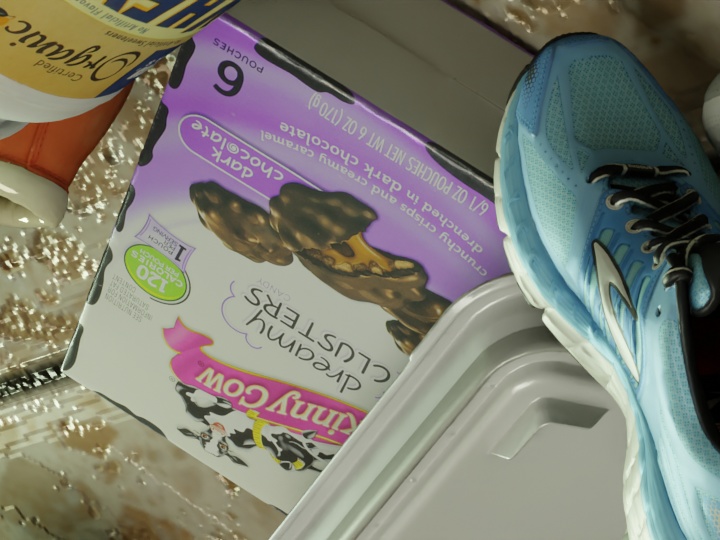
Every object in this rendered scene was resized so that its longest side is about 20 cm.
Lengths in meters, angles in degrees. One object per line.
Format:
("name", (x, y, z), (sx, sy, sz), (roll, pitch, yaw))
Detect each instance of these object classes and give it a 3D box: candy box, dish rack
("candy box", (0.000, 0.000, 0.995), (0.167, 0.072, 0.200), (31, 135, 6))
("dish rack", (0.072, 0.087, 0.965), (0.171, 0.044, 0.200), (12, 136, -28))

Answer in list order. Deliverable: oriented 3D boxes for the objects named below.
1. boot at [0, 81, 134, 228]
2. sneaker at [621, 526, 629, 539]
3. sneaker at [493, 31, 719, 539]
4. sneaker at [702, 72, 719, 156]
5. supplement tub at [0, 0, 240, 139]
("boot", (-0.174, -0.075, 1.012), (0.199, 0.108, 0.075), (12, 167, 27))
("sneaker", (0.157, 0.123, 0.914), (0.074, 0.089, 0.200), (-2, 137, 43))
("sneaker", (0.104, 0.005, 0.839), (0.090, 0.078, 0.201), (112, 141, -55))
("sneaker", (0.173, 0.019, 0.885), (0.200, 0.080, 0.070), (48, 162, -6))
("supplement tub", (-0.086, -0.135, 0.864), (0.200, 0.145, 0.145), (-33, 104, 29))
